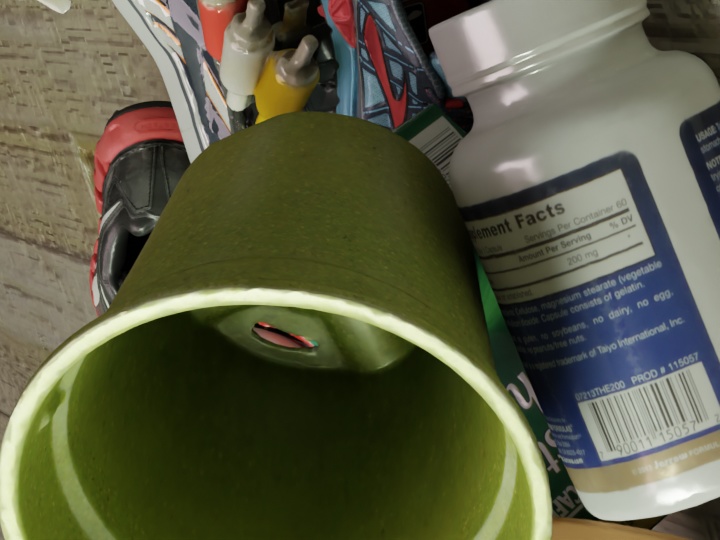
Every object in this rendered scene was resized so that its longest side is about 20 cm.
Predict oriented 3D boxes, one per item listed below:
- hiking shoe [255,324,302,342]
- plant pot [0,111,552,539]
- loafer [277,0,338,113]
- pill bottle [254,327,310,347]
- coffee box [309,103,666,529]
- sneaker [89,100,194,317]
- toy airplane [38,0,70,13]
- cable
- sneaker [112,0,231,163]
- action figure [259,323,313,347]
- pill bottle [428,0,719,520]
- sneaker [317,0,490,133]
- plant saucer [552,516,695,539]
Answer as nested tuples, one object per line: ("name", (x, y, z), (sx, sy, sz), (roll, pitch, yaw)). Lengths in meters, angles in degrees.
("hiking shoe", (-0.048, 0.041, 1.405), (0.201, 0.074, 0.087), (60, 180, 18))
("plant pot", (-0.024, 0.038, 0.910), (0.185, 0.199, 0.201), (-82, -15, -56))
("loafer", (-0.013, -0.104, 1.121), (0.070, 0.068, 0.201), (29, -144, -81))
("pill bottle", (-0.024, 0.103, 1.219), (0.120, 0.119, 0.200), (55, -165, 24))
("coffee box", (0.061, 0.038, 1.024), (0.200, 0.044, 0.123), (47, 132, 5))
("sneaker", (-0.113, 0.006, 1.292), (0.201, 0.070, 0.098), (96, 168, -47))
("toy airplane", (-0.107, -0.208, 1.089), (0.141, 0.198, 0.200), (56, 163, 17))
("cable", (-0.059, -0.069, 1.116), (0.097, 0.050, 0.201), (47, 145, 27))
("sneaker", (-0.073, -0.134, 1.227), (0.079, 0.078, 0.201), (-23, 95, 36))
("action figure", (0.055, 0.032, 1.098), (0.199, 0.065, 0.099), (32, 130, 13))
("pill bottle", (0.100, -0.015, 0.900), (0.201, 0.111, 0.111), (67, 159, -5))
("sneaker", (0.034, -0.080, 1.039), (0.095, 0.079, 0.201), (26, 136, 56))
("plant saucer", (0.106, 0.150, 0.980), (0.200, 0.199, 0.038), (130, 155, -67))
